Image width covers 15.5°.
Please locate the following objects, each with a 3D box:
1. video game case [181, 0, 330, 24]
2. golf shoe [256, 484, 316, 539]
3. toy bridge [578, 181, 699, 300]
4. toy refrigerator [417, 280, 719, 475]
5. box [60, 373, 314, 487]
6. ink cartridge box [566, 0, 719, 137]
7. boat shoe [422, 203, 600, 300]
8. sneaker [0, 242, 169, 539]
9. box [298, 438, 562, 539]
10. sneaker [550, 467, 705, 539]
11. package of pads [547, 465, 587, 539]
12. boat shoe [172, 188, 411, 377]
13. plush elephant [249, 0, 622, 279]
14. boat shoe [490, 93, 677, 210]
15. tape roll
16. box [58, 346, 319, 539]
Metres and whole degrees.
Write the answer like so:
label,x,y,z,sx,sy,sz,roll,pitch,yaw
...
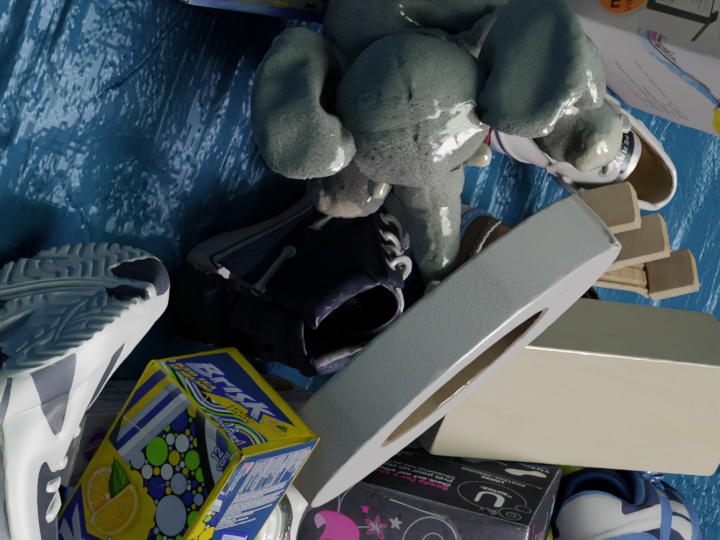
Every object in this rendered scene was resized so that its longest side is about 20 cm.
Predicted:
label,x,y,z,sx,sy,sz,roll,pitch,yaw
video game case,-0.014,-0.212,1.272,0.200,0.045,0.182,1,107,-56
golf shoe,-0.058,0.189,1.375,0.092,0.073,0.201,-14,132,-24
toy bridge,0.154,-0.014,1.605,0.200,0.067,0.027,34,46,-68
toy refrigerator,0.120,0.060,1.488,0.199,0.070,0.076,6,119,-31
box,-0.092,0.079,1.328,0.200,0.041,0.039,1,109,-55
ink cartridge box,0.234,-0.161,1.523,0.145,0.199,0.148,39,76,-54
boat shoe,0.103,0.029,1.553,0.073,0.072,0.200,-63,147,-8
sneaker,-0.157,0.085,1.202,0.199,0.079,0.130,-46,142,-31
box,0.022,0.200,1.455,0.115,0.131,0.201,-43,146,-73
sneaker,0.153,0.145,1.542,0.200,0.074,0.083,-45,112,-78
package of pads,0.077,0.200,1.615,0.154,0.068,0.201,32,80,-57
boat shoe,0.000,0.000,1.369,0.200,0.092,0.075,-31,132,-43
plush elephant,0.031,-0.075,1.228,0.155,0.164,0.201,-82,163,-49
boat shoe,0.130,-0.079,1.535,0.200,0.070,0.071,35,79,-57
tape roll,0.042,0.039,1.299,0.203,0.037,0.203,-39,172,-7
box,-0.104,0.135,1.255,0.064,0.070,0.200,-6,134,-54
